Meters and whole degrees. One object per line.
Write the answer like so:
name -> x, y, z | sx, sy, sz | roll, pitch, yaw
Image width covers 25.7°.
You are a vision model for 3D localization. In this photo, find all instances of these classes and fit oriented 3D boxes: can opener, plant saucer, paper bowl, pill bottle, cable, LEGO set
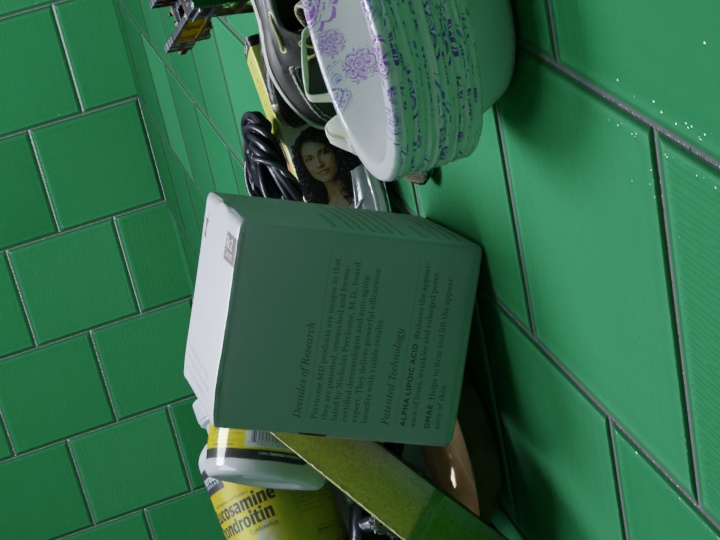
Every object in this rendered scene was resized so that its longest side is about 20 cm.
can opener -> 0.015, 0.194, 1.509 | 0.079, 0.063, 0.201 | -32, 49, 54
plant saucer -> 0.041, 0.193, 1.326 | 0.200, 0.048, 0.200 | 33, 175, 42
paper bowl -> 0.032, -0.168, 1.041 | 0.201, 0.104, 0.202 | 161, 90, -78
pill bottle -> -0.076, 0.093, 1.434 | 0.111, 0.110, 0.202 | 123, 154, -76
plant saucer -> 0.085, 0.144, 1.437 | 0.200, 0.035, 0.202 | 162, 90, -79
cable -> -0.077, -0.075, 1.506 | 0.200, 0.050, 0.164 | 97, 158, -72
pill bottle -> -0.089, 0.207, 1.522 | 0.112, 0.111, 0.201 | 111, 137, -72
LEGO set -> -0.153, -0.308, 1.590 | 0.201, 0.153, 0.116 | 63, 150, 8

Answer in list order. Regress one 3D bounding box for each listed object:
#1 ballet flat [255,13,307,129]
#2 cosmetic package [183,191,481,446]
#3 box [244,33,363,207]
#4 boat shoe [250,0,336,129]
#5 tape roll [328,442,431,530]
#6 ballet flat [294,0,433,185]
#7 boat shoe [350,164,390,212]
ballet flat -> -0.074, -0.235, 1.515 | 0.057, 0.066, 0.202 | -8, 89, 58
cosmetic package -> -0.028, 0.036, 1.290 | 0.165, 0.198, 0.166 | -144, 61, -73
box -> -0.048, -0.141, 1.548 | 0.050, 0.075, 0.201 | 119, 131, -76
boat shoe -> -0.056, -0.224, 1.454 | 0.060, 0.071, 0.202 | 8, 123, 66
tape roll -> 0.005, 0.215, 1.667 | 0.203, 0.138, 0.204 | 161, 90, -79
ballet flat -> -0.007, -0.149, 1.331 | 0.068, 0.075, 0.201 | 101, 149, -66
boat shoe -> 0.000, 0.000, 1.471 | 0.074, 0.064, 0.204 | -97, 5, -76
